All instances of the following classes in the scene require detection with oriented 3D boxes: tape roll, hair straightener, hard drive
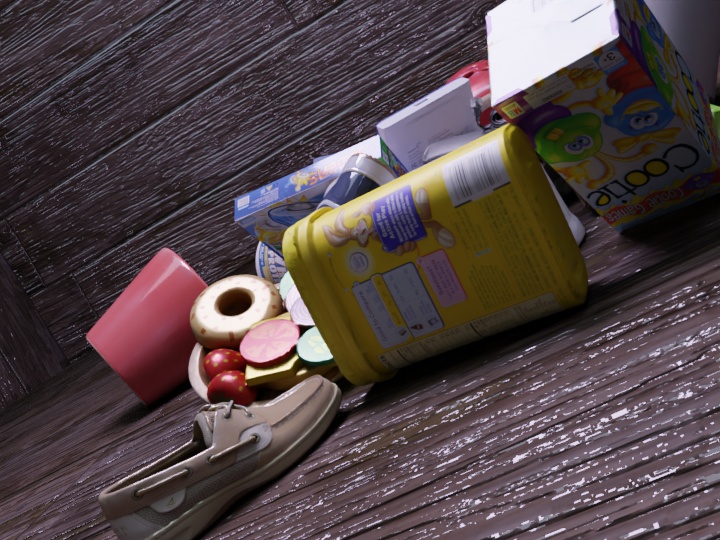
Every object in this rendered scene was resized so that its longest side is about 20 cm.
[{"bbox_3d":[0.351,-0.284,0.964,0.200,0.141,0.203,6,0,0],"label":"tape roll"},{"bbox_3d":[0.142,-0.145,0.788,0.199,0.077,0.041,-12,42,45],"label":"hair straightener"},{"bbox_3d":[0.104,-0.121,0.954,0.131,0.202,0.025,-32,34,-17],"label":"hard drive"}]

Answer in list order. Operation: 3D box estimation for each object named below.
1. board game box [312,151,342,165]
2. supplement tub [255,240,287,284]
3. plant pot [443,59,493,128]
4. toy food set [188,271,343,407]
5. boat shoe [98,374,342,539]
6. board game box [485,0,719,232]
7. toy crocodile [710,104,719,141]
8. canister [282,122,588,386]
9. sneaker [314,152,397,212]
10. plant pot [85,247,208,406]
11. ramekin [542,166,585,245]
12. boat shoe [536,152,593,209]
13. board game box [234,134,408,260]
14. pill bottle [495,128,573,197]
[{"bbox_3d":[0.055,-0.105,1.150,0.198,0.200,0.062,-9,54,22],"label":"board game box"},{"bbox_3d":[-0.052,-0.026,1.097,0.144,0.146,0.199,-34,9,-33],"label":"supplement tub"},{"bbox_3d":[0.207,-0.204,1.127,0.199,0.202,0.183,-28,17,11],"label":"plant pot"},{"bbox_3d":[-0.079,0.060,0.749,0.195,0.049,0.201,-15,33,5],"label":"toy food set"},{"bbox_3d":[-0.099,0.131,0.570,0.199,0.065,0.072,-34,9,-28],"label":"boat shoe"},{"bbox_3d":[0.199,-0.134,0.603,0.104,0.199,0.104,-24,49,36],"label":"board game box"},{"bbox_3d":[0.307,-0.170,0.817,0.061,0.068,0.199,-17,24,-30],"label":"toy crocodile"},{"bbox_3d":[0.058,-0.008,0.590,0.198,0.150,0.087,-23,10,28],"label":"canister"},{"bbox_3d":[-0.022,-0.036,0.778,0.109,0.069,0.200,-63,1,-16],"label":"sneaker"},{"bbox_3d":[-0.304,0.095,1.154,0.177,0.201,0.200,-42,11,-18],"label":"plant pot"},{"bbox_3d":[0.110,-0.037,0.752,0.199,0.098,0.201,-29,7,4],"label":"ramekin"},{"bbox_3d":[0.216,-0.143,0.825,0.073,0.076,0.202,-10,48,3],"label":"boat shoe"},{"bbox_3d":[-0.031,-0.073,0.898,0.198,0.135,0.035,-21,54,24],"label":"board game box"},{"bbox_3d":[0.209,-0.132,0.925,0.199,0.117,0.116,-32,8,-17],"label":"pill bottle"}]
